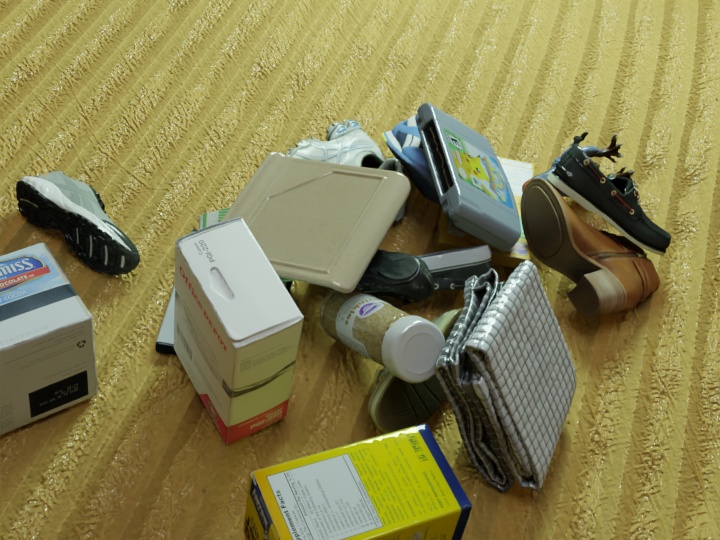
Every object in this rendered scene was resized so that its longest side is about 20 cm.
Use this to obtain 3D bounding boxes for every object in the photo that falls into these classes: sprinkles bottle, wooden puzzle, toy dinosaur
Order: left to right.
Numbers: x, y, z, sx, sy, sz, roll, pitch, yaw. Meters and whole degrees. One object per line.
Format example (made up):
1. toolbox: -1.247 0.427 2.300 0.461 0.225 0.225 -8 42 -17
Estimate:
1. wooden puzzle: -0.061 -0.058 1.350 0.197 0.038 0.186 14 53 25
2. sprinkles bottle: 0.021 0.069 1.280 0.067 0.069 0.199 -14 16 -23
3. toy dinosaur: 0.292 -0.118 1.568 0.179 0.200 0.107 -16 85 -15

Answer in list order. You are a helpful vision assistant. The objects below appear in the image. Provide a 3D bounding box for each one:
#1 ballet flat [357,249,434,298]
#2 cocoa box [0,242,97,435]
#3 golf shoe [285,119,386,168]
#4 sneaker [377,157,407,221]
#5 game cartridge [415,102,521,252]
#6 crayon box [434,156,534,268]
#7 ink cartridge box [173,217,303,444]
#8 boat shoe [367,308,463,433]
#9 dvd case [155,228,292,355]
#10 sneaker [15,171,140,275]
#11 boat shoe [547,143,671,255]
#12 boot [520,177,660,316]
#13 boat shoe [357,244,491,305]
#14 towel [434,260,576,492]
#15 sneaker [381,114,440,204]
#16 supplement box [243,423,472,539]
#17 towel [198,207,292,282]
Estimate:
1. ballet flat: 0.000 0.000 1.360 0.198 0.057 0.067 15 61 38
2. cocoa box: -0.398 0.085 1.201 0.198 0.135 0.131 -22 52 -29
3. golf shoe: -0.042 -0.134 1.535 0.097 0.079 0.199 39 52 18
4. sneaker: -0.002 -0.078 1.471 0.073 0.090 0.200 19 44 19
5. game cartridge: 0.143 -0.121 1.464 0.132 0.040 0.202 28 35 -38
6. crayon box: 0.168 -0.076 1.531 0.123 0.052 0.202 11 44 0
7. ink cartridge box: -0.136 0.066 1.207 0.084 0.201 0.146 -22 60 -22
8. boat shoe: 0.065 0.117 1.317 0.063 0.074 0.201 -11 29 46
9. dvd case: -0.159 0.033 1.383 0.140 0.018 0.202 10 44 0
10. sneaker: -0.342 -0.068 1.411 0.199 0.075 0.079 35 44 23
11. boat shoe: 0.336 -0.088 1.471 0.200 0.063 0.074 34 14 -18
12. boot: 0.300 -0.036 1.473 0.153 0.074 0.202 -13 73 -43
13. boat shoe: 0.071 0.013 1.414 0.196 0.058 0.069 -11 6 -1
14. towel: 0.158 0.116 1.242 0.084 0.202 0.166 -6 34 35
15. sneaker: 0.092 -0.160 1.538 0.082 0.074 0.201 -32 34 2
16. supplement box: -0.006 0.249 1.131 0.197 0.111 0.110 -11 48 -22
17. towel: -0.106 -0.034 1.381 0.197 0.024 0.154 -13 44 8
